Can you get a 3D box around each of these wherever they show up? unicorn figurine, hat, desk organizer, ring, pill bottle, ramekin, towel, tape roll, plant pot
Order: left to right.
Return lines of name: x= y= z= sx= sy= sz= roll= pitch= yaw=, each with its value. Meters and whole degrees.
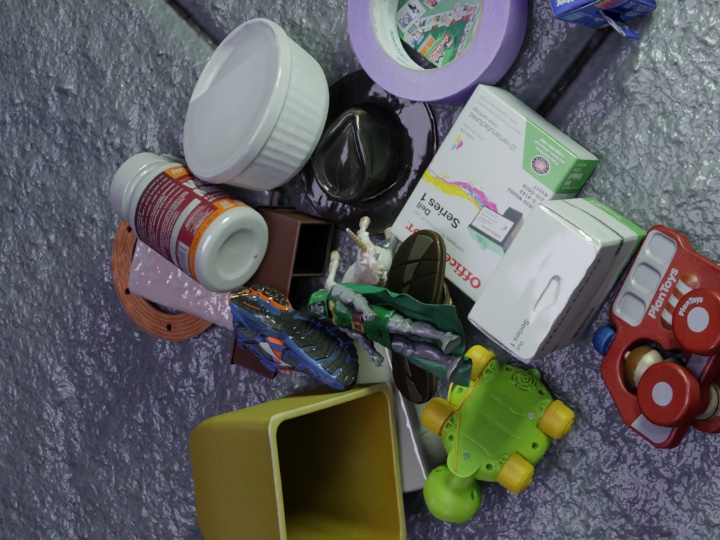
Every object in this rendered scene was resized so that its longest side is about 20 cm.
ring: x=-0.248 y=-0.008 z=1.607 sx=0.197 sy=0.019 sz=0.204 roll=2 pitch=94 yaw=28
pill bottle: x=-0.213 y=-0.063 z=1.470 sx=0.199 sy=0.109 sz=0.111 roll=33 pitch=108 yaw=34
towel: x=-0.203 y=-0.035 z=1.555 sx=0.197 sy=0.032 sz=0.194 roll=18 pitch=102 yaw=26
ramekin: x=-0.121 y=-0.190 z=1.448 sx=0.201 sy=0.093 sz=0.205 roll=-27 pitch=53 yaw=42
desk organizer: x=-0.097 y=0.027 z=1.492 sx=0.076 sy=0.071 sz=0.204 roll=18 pitch=102 yaw=38
plant pot: x=-0.088 y=0.236 z=1.380 sx=0.198 sy=0.194 sz=0.198 roll=-1 pitch=97 yaw=44
hat: x=-0.009 y=-0.142 z=1.437 sx=0.198 sy=0.081 sz=0.204 roll=2 pitch=93 yaw=28
unicorn figurine: x=0.000 y=0.000 z=1.399 sx=0.073 sy=0.138 sz=0.202 roll=14 pitch=127 yaw=-6
tape roll: x=0.085 y=-0.290 z=1.356 sx=0.197 sy=0.065 sz=0.204 roll=2 pitch=94 yaw=27

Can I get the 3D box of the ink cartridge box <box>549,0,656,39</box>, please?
ink cartridge box: x=0.241 y=-0.334 z=1.263 sx=0.075 sy=0.136 sz=0.203 roll=-14 pitch=87 yaw=32

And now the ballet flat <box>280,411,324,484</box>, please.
ballet flat: x=-0.058 y=0.206 z=1.501 sx=0.071 sy=0.070 sz=0.201 roll=41 pitch=110 yaw=19

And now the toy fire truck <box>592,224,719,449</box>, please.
toy fire truck: x=0.328 y=0.074 z=1.274 sx=0.168 sy=0.111 sz=0.202 roll=39 pitch=111 yaw=45

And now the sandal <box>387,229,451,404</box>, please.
sandal: x=0.075 y=0.050 z=1.352 sx=0.081 sy=0.054 sz=0.204 roll=16 pitch=114 yaw=48

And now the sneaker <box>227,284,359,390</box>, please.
sneaker: x=-0.076 y=0.088 z=1.402 sx=0.199 sy=0.075 sz=0.080 roll=31 pitch=129 yaw=38

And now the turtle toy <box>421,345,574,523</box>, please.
turtle toy: x=0.141 y=0.192 z=1.356 sx=0.145 sy=0.101 sz=0.201 roll=35 pitch=77 yaw=21

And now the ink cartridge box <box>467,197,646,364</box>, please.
ink cartridge box: x=0.209 y=0.005 z=1.266 sx=0.084 sy=0.199 sz=0.147 roll=36 pitch=108 yaw=20

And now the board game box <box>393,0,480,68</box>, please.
board game box: x=0.123 y=-0.333 z=1.385 sx=0.134 sy=0.029 sz=0.201 roll=40 pitch=110 yaw=19

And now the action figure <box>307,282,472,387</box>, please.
action figure: x=0.023 y=0.060 z=1.312 sx=0.198 sy=0.055 sz=0.120 roll=19 pitch=135 yaw=34

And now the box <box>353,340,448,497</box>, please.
box: x=0.042 y=0.158 z=1.432 sx=0.068 sy=0.082 sz=0.203 roll=-20 pitch=83 yaw=29

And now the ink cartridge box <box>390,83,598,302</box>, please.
ink cartridge box: x=0.148 y=-0.083 z=1.358 sx=0.144 sy=0.084 sz=0.202 roll=39 pitch=111 yaw=20
